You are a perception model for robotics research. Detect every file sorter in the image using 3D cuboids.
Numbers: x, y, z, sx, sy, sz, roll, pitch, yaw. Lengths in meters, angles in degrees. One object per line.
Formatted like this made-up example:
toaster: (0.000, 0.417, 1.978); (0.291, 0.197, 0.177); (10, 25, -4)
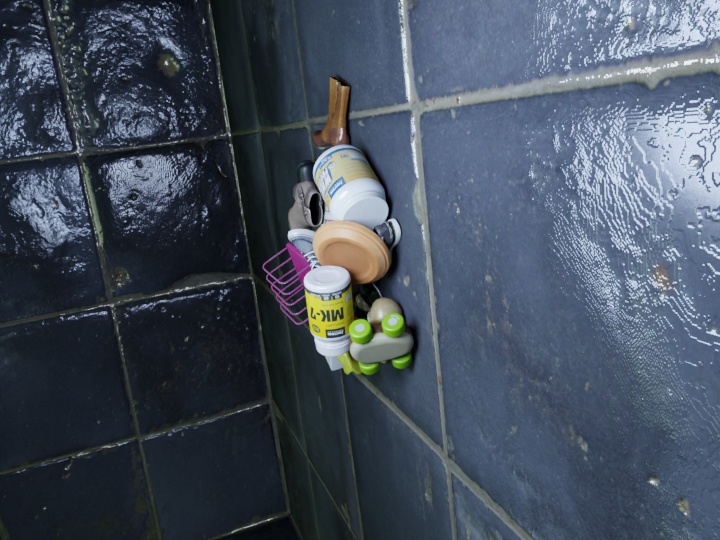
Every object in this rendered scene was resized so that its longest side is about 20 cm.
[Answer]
file sorter: (-0.205, 0.047, 1.920); (0.139, 0.125, 0.201); (36, 154, 40)

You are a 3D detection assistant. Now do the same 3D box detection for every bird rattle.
bird rattle: (0.008, 0.188, 1.666); (0.113, 0.161, 0.201); (-64, -19, -43)

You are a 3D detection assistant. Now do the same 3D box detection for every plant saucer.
plant saucer: (-0.026, -0.034, 1.493); (0.201, 0.198, 0.038); (103, -172, -49)

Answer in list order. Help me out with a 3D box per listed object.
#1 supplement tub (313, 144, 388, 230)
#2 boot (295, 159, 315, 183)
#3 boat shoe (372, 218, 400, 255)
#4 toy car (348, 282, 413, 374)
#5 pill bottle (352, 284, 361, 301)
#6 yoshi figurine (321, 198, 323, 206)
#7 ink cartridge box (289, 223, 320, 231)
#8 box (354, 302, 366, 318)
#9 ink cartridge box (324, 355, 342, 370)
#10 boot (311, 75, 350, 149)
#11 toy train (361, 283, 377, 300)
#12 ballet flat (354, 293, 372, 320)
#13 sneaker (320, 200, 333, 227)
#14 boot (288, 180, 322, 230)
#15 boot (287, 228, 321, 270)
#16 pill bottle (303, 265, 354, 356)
supplement tub: (-0.023, -0.198, 1.521); (0.146, 0.143, 0.201); (100, 152, -46)
boot: (-0.143, -0.227, 1.951); (0.169, 0.076, 0.202); (-118, 18, -48)
boat shoe: (0.047, -0.054, 1.528); (0.200, 0.060, 0.074); (114, 136, -61)
toy car: (0.044, 0.125, 1.535); (0.165, 0.156, 0.201); (75, -174, -47)
pill bottle: (-0.049, 0.019, 1.653); (0.115, 0.113, 0.201); (60, 137, 42)
yoshi figurine: (-0.078, -0.186, 1.767); (0.112, 0.111, 0.202); (94, 159, -79)
ink cartridge box: (-0.131, -0.057, 1.892); (0.146, 0.083, 0.201); (40, 155, 32)
box: (-0.021, 0.145, 1.859); (0.162, 0.049, 0.201); (99, 153, -53)
ink cartridge box: (-0.084, 0.179, 1.861); (0.201, 0.082, 0.148); (-123, 26, -48)
boot: (-0.085, -0.427, 1.688); (0.188, 0.068, 0.202); (-130, 35, -55)
toy train: (0.000, 0.000, 1.734); (0.057, 0.041, 0.201); (85, 163, -50)
ballet flat: (0.006, 0.110, 1.672); (0.067, 0.056, 0.200); (59, 174, 16)
sneaker: (-0.067, -0.124, 1.665); (0.080, 0.088, 0.202); (5, 118, 28)
boot: (-0.145, -0.148, 1.691); (0.146, 0.070, 0.202); (-142, 42, -57)
boot: (-0.124, -0.040, 1.699); (0.072, 0.199, 0.091); (-20, 60, 32)
pill bottle: (-0.073, 0.101, 1.508); (0.114, 0.113, 0.202); (-133, 32, -56)
